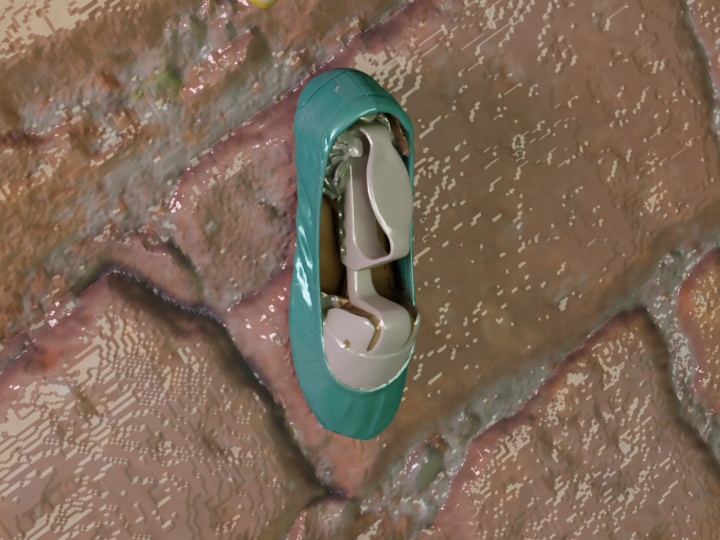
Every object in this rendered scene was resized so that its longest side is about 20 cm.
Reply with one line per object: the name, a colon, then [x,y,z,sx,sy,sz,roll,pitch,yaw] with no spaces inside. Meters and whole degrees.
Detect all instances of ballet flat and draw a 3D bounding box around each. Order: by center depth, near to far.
ballet flat: [0.000,0.000,1.176,0.067,0.070,0.201,-10,108,-22]

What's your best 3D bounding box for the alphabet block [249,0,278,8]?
alphabet block: [-0.080,-0.261,0.989,0.195,0.196,0.201,30,98,-26]
